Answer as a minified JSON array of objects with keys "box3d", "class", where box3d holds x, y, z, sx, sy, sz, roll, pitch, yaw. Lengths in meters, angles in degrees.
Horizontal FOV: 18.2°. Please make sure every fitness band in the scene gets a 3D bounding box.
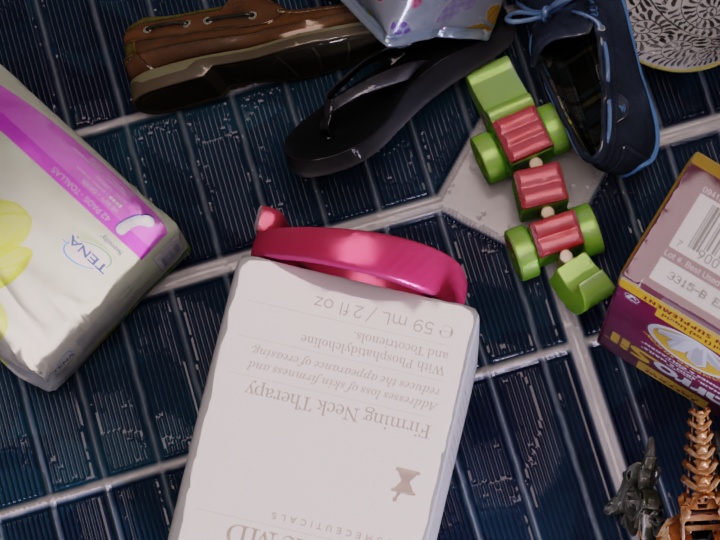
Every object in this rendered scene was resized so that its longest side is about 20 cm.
[{"box3d":[0.000,0.000,1.519,0.143,0.200,0.038,15,83,9],"class":"fitness band"}]

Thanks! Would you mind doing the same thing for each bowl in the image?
[{"box3d":[0.258,-0.243,1.609,0.094,0.201,0.201,-6,70,-45],"class":"bowl"}]

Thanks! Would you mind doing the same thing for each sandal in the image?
[{"box3d":[0.020,-0.139,1.618,0.200,0.043,0.076,-39,34,-15],"class":"sandal"}]

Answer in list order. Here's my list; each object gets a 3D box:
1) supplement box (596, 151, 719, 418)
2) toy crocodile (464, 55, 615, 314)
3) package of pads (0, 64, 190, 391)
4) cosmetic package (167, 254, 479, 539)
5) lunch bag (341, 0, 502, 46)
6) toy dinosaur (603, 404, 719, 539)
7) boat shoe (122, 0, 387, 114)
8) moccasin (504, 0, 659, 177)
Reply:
[{"box3d":[0.242,0.018,1.505,0.131,0.200,0.103,31,79,9],"class":"supplement box"},{"box3d":[0.127,-0.061,1.601,0.067,0.062,0.201,-18,75,-3],"class":"toy crocodile"},{"box3d":[-0.244,-0.029,1.602,0.200,0.068,0.155,41,80,11],"class":"package of pads"},{"box3d":[-0.020,0.119,1.507,0.167,0.166,0.201,12,78,5],"class":"cosmetic package"},{"box3d":[0.025,-0.279,1.582,0.127,0.170,0.200,-7,44,-36],"class":"lunch bag"},{"box3d":[0.229,0.180,1.494,0.102,0.136,0.201,16,119,-9],"class":"toy dinosaur"},{"box3d":[-0.077,-0.174,1.629,0.199,0.072,0.068,-12,72,0],"class":"boat shoe"},{"box3d":[0.157,-0.164,1.600,0.080,0.068,0.201,-39,66,34],"class":"moccasin"}]
